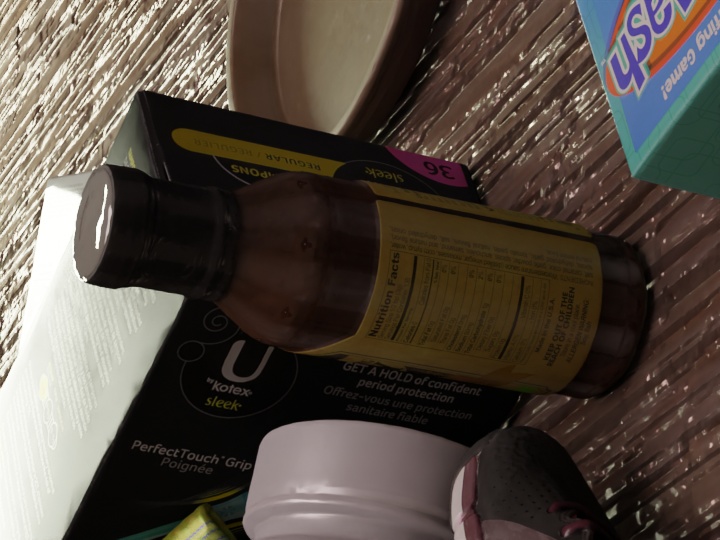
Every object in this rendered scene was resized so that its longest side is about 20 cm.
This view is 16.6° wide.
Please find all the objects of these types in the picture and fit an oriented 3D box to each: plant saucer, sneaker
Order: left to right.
[{"bbox_3d":[-0.009,-0.138,1.133,0.200,0.029,0.200,-38,46,54],"label":"plant saucer"},{"bbox_3d":[0.101,0.105,0.768,0.116,0.076,0.200,-47,40,28],"label":"sneaker"}]

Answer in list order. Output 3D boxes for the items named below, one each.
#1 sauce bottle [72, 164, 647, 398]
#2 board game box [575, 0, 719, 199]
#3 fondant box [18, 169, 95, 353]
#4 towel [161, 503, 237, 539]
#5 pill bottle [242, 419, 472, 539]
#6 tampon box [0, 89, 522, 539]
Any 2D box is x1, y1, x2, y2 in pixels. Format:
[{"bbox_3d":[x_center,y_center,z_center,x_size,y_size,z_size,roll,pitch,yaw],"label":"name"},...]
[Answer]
[{"bbox_3d":[0.000,0.000,0.852,0.065,0.200,0.065,-168,90,-67],"label":"sauce bottle"},{"bbox_3d":[0.124,-0.148,0.837,0.152,0.045,0.200,-56,34,39],"label":"board game box"},{"bbox_3d":[-0.130,0.049,1.272,0.144,0.058,0.200,-3,76,64],"label":"fondant box"},{"bbox_3d":[-0.075,0.198,0.964,0.200,0.144,0.023,-47,2,24],"label":"towel"},{"bbox_3d":[-0.009,0.160,0.846,0.114,0.114,0.200,-30,44,58],"label":"pill bottle"},{"bbox_3d":[-0.048,0.053,0.988,0.200,0.150,0.126,-60,31,33],"label":"tampon box"}]
